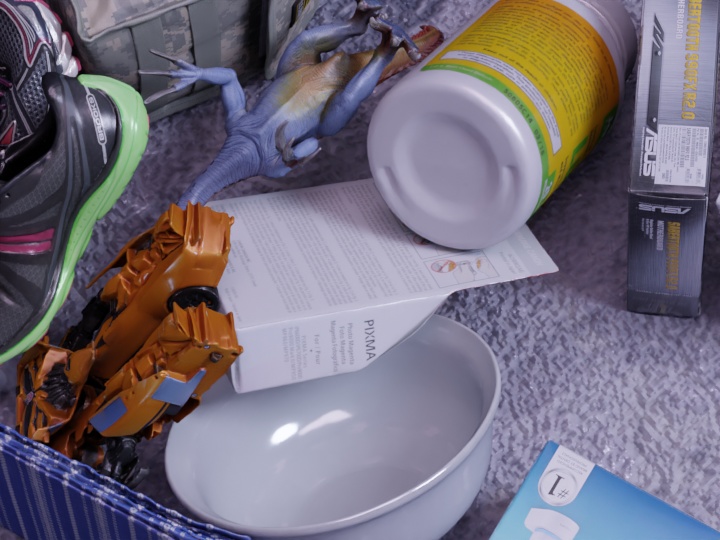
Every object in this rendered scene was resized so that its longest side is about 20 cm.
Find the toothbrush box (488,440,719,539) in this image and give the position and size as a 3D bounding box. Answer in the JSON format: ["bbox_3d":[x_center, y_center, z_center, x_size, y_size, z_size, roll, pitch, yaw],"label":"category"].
[{"bbox_3d":[0.119,0.222,1.354,0.146,0.085,0.201,27,67,14],"label":"toothbrush box"}]

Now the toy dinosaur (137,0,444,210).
[{"bbox_3d":[-0.038,-0.080,1.450,0.182,0.199,0.105,-52,55,14],"label":"toy dinosaur"}]

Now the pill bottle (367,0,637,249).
[{"bbox_3d":[0.095,-0.104,1.467,0.111,0.112,0.200,28,38,15],"label":"pill bottle"}]

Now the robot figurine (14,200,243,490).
[{"bbox_3d":[-0.141,0.052,1.401,0.058,0.200,0.146,21,45,-32],"label":"robot figurine"}]

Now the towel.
[{"bbox_3d":[-0.144,0.146,1.369,0.199,0.145,0.024,26,64,14],"label":"towel"}]

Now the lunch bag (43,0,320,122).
[{"bbox_3d":[-0.097,-0.184,1.509,0.199,0.164,0.118,-23,75,-11],"label":"lunch bag"}]

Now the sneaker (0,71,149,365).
[{"bbox_3d":[-0.199,-0.031,1.413,0.083,0.077,0.201,24,103,-23],"label":"sneaker"}]

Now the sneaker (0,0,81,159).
[{"bbox_3d":[-0.223,-0.071,1.455,0.080,0.074,0.202,24,110,38],"label":"sneaker"}]

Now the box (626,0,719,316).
[{"bbox_3d":[0.192,-0.095,1.465,0.048,0.159,0.201,4,63,9],"label":"box"}]

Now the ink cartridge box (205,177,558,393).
[{"bbox_3d":[0.000,0.000,1.452,0.198,0.057,0.163,-6,29,-15],"label":"ink cartridge box"}]

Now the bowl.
[{"bbox_3d":[-0.007,0.116,1.389,0.199,0.091,0.202,-12,33,8],"label":"bowl"}]

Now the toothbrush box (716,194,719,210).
[{"bbox_3d":[0.298,-0.071,1.439,0.085,0.147,0.201,15,63,30],"label":"toothbrush box"}]
